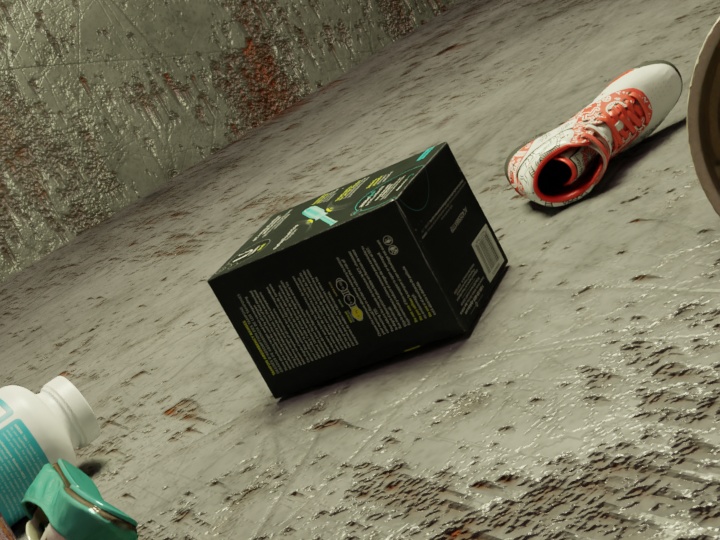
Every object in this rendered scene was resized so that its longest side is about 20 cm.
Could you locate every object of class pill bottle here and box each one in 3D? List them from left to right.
[{"bbox_3d":[-0.337,0.180,1.200,0.200,0.111,0.111,-35,15,-26],"label":"pill bottle"}]

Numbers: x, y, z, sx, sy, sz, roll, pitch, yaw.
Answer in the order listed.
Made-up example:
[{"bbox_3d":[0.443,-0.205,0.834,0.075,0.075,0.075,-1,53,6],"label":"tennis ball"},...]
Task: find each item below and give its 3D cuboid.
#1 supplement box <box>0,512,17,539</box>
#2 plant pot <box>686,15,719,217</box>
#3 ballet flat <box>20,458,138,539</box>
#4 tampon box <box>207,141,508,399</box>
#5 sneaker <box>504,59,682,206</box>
[{"bbox_3d":[-0.289,0.243,0.934,0.110,0.086,0.200,-32,15,-12],"label":"supplement box"},{"bbox_3d":[0.312,-0.107,0.846,0.200,0.201,0.183,-24,4,18],"label":"plant pot"},{"bbox_3d":[-0.225,0.201,1.036,0.071,0.067,0.200,-57,21,-11],"label":"ballet flat"},{"bbox_3d":[0.000,0.000,1.149,0.199,0.127,0.150,-21,15,30],"label":"tampon box"},{"bbox_3d":[0.237,-0.129,1.274,0.201,0.067,0.108,-32,15,3],"label":"sneaker"}]
